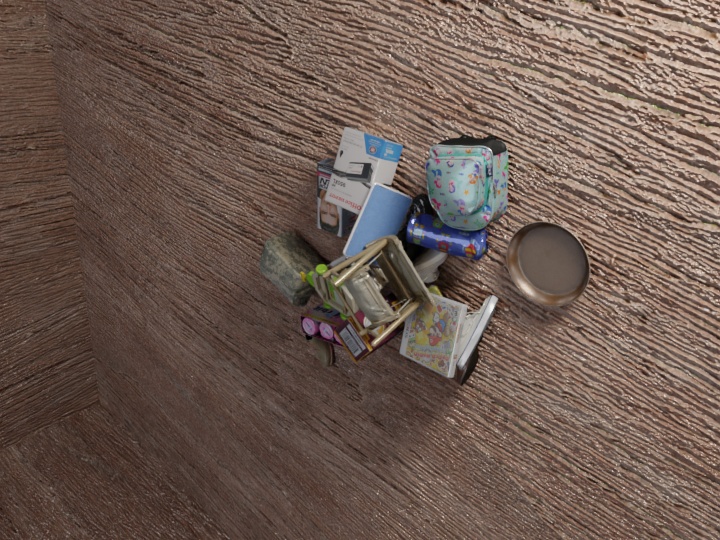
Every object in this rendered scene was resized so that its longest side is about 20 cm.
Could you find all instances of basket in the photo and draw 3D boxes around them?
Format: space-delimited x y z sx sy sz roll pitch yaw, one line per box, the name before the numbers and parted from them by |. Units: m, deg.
basket | 0.000 0.000 1.700 0.136 0.123 0.200 53 152 -5

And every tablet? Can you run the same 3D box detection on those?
tablet | 0.045 -0.114 1.567 0.014 0.130 0.201 41 109 56

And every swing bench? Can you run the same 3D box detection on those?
swing bench | 0.047 0.044 1.528 0.200 0.199 0.130 58 171 -17

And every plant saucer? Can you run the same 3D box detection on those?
plant saucer | 0.424 -0.018 1.383 0.199 0.032 0.201 22 125 36

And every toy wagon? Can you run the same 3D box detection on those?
toy wagon | -0.087 0.049 1.713 0.200 0.040 0.156 31 147 32

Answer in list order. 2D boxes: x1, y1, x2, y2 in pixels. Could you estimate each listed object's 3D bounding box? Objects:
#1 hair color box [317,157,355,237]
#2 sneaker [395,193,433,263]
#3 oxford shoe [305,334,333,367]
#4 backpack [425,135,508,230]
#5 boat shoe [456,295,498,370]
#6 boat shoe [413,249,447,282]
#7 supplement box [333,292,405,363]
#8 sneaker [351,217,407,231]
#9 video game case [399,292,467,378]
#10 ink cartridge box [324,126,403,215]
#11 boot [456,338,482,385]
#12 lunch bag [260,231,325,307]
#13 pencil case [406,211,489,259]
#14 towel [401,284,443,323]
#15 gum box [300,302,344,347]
hair color box | -0.069 -0.207 1.749 0.099 0.060 0.201 23 125 35
sneaker | 0.128 -0.090 1.581 0.060 0.104 0.201 26 126 34
oxford shoe | -0.148 0.237 2.034 0.070 0.075 0.201 -7 105 45
backpack | 0.243 -0.191 1.398 0.177 0.150 0.201 11 122 39
boat shoe | 0.265 0.141 1.534 0.086 0.075 0.203 29 99 17
boat shoe | 0.169 0.003 1.621 0.068 0.072 0.200 43 131 -10
supplement box | 0.039 0.158 1.720 0.111 0.200 0.086 54 136 9
sneaker | 0.050 -0.113 1.674 0.199 0.074 0.087 -21 100 48
video game case | 0.181 0.153 1.562 0.200 0.023 0.183 19 101 54
ink cartridge box | 0.006 -0.251 1.592 0.144 0.084 0.201 26 107 34
boot | 0.222 0.189 1.657 0.199 0.064 0.188 24 112 31
lunch bag | -0.223 0.000 1.943 0.200 0.139 0.168 44 133 21
pencil case | 0.213 -0.086 1.489 0.199 0.087 0.078 16 146 18
towel | 0.196 0.150 1.623 0.144 0.023 0.201 -42 70 34
gum box | -0.076 0.167 1.901 0.199 0.113 0.067 13 119 39
